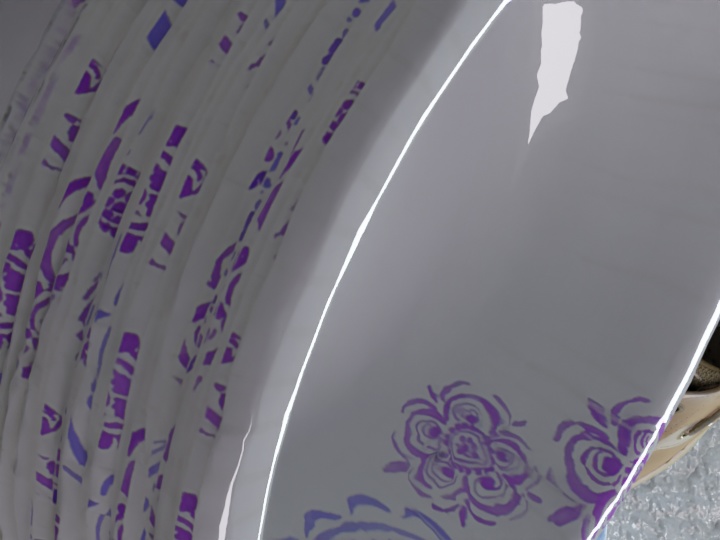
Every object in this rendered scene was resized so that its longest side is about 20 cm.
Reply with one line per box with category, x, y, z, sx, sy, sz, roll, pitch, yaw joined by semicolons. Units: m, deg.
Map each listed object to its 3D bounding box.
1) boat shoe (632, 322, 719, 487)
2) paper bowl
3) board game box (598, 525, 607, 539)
boat shoe;0.113;0.025;0.888;0.200;0.071;0.065;-40;166;22
paper bowl;-0.005;-0.013;0.463;0.201;0.104;0.201;-43;150;-33
board game box;-0.015;0.088;1.053;0.200;0.037;0.151;-8;-156;-19
